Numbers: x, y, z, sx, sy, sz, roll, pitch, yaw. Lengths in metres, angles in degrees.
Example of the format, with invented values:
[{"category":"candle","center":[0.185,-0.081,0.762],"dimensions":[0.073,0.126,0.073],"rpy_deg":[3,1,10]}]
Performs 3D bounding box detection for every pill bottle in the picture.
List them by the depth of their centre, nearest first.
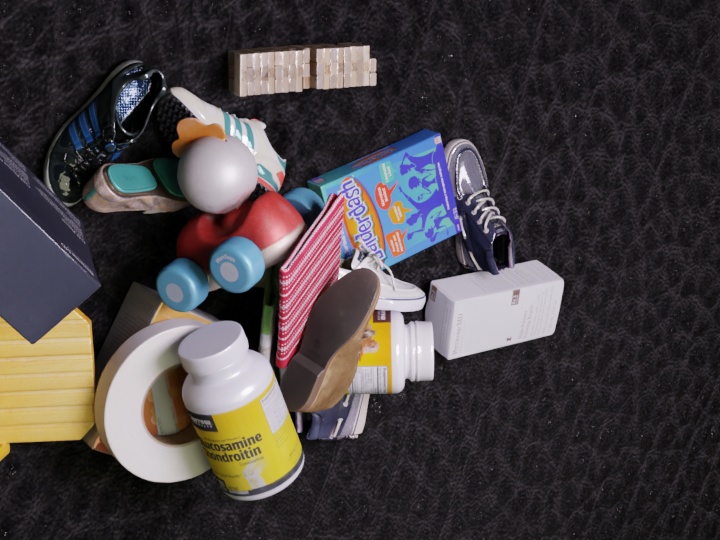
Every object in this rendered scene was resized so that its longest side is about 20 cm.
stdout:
[{"category":"pill bottle","center":[-0.146,0.165,1.508],"dimensions":[0.112,0.112,0.201],"rpy_deg":[-30,118,-22]},{"category":"pill bottle","center":[-0.005,0.107,1.659],"dimensions":[0.198,0.109,0.110],"rpy_deg":[-1,106,0]}]

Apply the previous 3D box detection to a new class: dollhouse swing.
[{"category":"dollhouse swing","center":[-0.416,0.140,1.449],"dimensions":[0.175,0.182,0.201],"rpy_deg":[3,106,10]}]

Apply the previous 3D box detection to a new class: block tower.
[{"category":"block tower","center":[-0.078,-0.261,1.630],"dimensions":[0.199,0.058,0.054],"rpy_deg":[-10,108,-32]}]

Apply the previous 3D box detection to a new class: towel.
[{"category":"towel","center":[-0.064,0.015,1.538],"dimensions":[0.145,0.022,0.201],"rpy_deg":[-57,163,-35]},{"category":"towel","center":[-0.117,0.098,1.628],"dimensions":[0.030,0.149,0.201],"rpy_deg":[5,118,-5]}]

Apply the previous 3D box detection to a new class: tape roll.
[{"category":"tape roll","center":[-0.225,0.159,1.546],"dimensions":[0.202,0.037,0.204],"rpy_deg":[-10,109,-30]}]

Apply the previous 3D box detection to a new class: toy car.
[{"category":"toy car","center":[-0.172,-0.087,1.510],"dimensions":[0.184,0.176,0.201],"rpy_deg":[-42,109,-51]}]

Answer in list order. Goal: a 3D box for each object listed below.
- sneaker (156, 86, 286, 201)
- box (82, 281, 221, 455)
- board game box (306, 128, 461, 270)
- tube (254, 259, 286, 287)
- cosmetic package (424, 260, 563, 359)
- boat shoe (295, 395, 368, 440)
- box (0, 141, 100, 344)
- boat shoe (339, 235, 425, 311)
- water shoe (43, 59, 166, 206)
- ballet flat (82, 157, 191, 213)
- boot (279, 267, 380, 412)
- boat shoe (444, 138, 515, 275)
[{"category":"sneaker","center":[-0.171,-0.169,1.599],"dimensions":[0.200,0.070,0.094],"rpy_deg":[44,45,-22]},{"category":"box","center":[-0.262,0.136,1.597],"dimensions":[0.124,0.097,0.201],"rpy_deg":[25,89,-35]},{"category":"board game box","center":[0.036,-0.088,1.753],"dimensions":[0.199,0.045,0.153],"rpy_deg":[-26,116,-22]},{"category":"tube","center":[-0.144,-0.006,1.667],"dimensions":[0.199,0.058,0.052],"rpy_deg":[-1,62,-37]},{"category":"cosmetic package","center":[0.196,0.056,1.866],"dimensions":[0.199,0.074,0.102],"rpy_deg":[-13,123,-30]},{"category":"boat shoe","center":[-0.035,0.143,1.745],"dimensions":[0.092,0.074,0.201],"rpy_deg":[-4,106,-39]},{"category":"box","center":[-0.399,-0.051,1.396],"dimensions":[0.104,0.182,0.200],"rpy_deg":[-40,120,2]},{"category":"boat shoe","center":[-0.002,-0.001,1.691],"dimensions":[0.201,0.075,0.087],"rpy_deg":[11,102,-14]},{"category":"water shoe","center":[-0.305,-0.163,1.499],"dimensions":[0.071,0.079,0.201],"rpy_deg":[34,85,-33]},{"category":"ballet flat","center":[-0.264,-0.099,1.544],"dimensions":[0.067,0.068,0.200],"rpy_deg":[-36,162,28]},{"category":"boot","center":[-0.026,0.088,1.569],"dimensions":[0.075,0.074,0.201],"rpy_deg":[17,106,-50]},{"category":"boat shoe","center":[0.175,-0.088,1.811],"dimensions":[0.074,0.093,0.201],"rpy_deg":[-25,115,-24]}]
